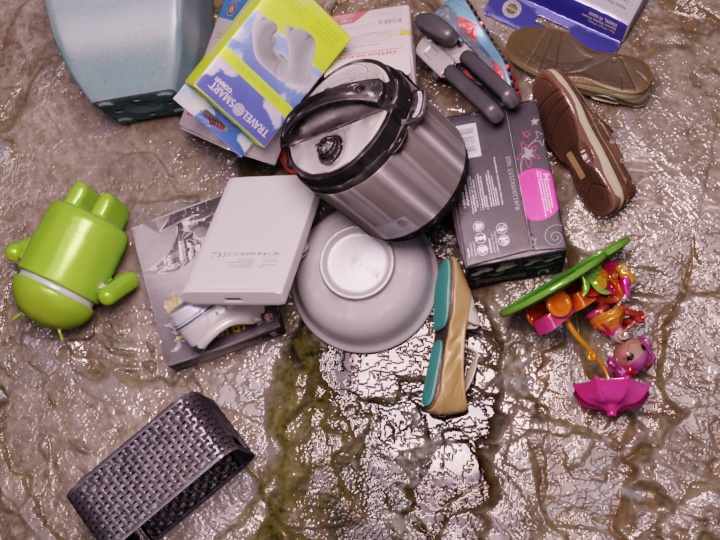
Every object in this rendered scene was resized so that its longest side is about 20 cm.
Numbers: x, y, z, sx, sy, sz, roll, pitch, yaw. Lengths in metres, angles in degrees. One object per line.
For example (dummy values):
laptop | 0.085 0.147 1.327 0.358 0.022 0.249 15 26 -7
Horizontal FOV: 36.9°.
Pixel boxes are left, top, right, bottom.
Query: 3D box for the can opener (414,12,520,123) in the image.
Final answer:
can opener | 0.124 -0.262 1.367 0.053 0.067 0.200 -42 46 5

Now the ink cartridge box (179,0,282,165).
ink cartridge box | -0.143 -0.256 1.420 0.144 0.084 0.201 28 98 49

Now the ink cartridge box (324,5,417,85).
ink cartridge box | 0.014 -0.270 1.412 0.115 0.068 0.201 -6 36 6

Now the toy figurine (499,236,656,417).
toy figurine | 0.299 0.083 1.331 0.199 0.150 0.185 -29 87 -26

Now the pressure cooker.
pressure cooker | 0.013 -0.149 1.274 0.176 0.200 0.179 -50 41 6

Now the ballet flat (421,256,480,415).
ballet flat | 0.120 0.085 1.375 0.063 0.069 0.202 11 81 -14

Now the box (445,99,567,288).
box | 0.180 -0.093 1.377 0.131 0.115 0.202 -10 73 6

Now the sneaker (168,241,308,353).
sneaker | -0.144 0.029 1.371 0.199 0.073 0.071 -33 103 -5

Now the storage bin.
storage bin | -0.243 0.253 1.334 0.200 0.135 0.094 -39 75 -3

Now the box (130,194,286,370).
box | -0.202 0.013 1.435 0.157 0.048 0.201 -18 74 2

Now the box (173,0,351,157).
box | -0.119 -0.249 1.319 0.122 0.048 0.200 40 85 -27

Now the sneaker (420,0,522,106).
sneaker | 0.147 -0.270 1.455 0.095 0.079 0.201 -31 66 9

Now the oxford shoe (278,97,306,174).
oxford shoe | -0.091 -0.208 1.476 0.071 0.072 0.201 -46 55 37

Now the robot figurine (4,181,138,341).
robot figurine | -0.383 -0.012 1.429 0.174 0.116 0.201 22 80 13

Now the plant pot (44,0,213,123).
plant pot | -0.302 -0.314 1.463 0.194 0.196 0.202 -9 83 5

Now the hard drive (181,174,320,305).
hard drive | -0.130 -0.041 1.343 0.131 0.027 0.201 -1 48 19

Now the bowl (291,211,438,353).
bowl | 0.000 0.000 1.390 0.199 0.090 0.203 -2 76 8

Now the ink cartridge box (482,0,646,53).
ink cartridge box | 0.296 -0.404 1.477 0.199 0.041 0.201 27 81 13

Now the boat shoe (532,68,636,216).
boat shoe | 0.293 -0.171 1.400 0.075 0.075 0.204 -23 88 -32

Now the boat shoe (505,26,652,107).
boat shoe | 0.288 -0.267 1.441 0.199 0.063 0.074 18 74 16
